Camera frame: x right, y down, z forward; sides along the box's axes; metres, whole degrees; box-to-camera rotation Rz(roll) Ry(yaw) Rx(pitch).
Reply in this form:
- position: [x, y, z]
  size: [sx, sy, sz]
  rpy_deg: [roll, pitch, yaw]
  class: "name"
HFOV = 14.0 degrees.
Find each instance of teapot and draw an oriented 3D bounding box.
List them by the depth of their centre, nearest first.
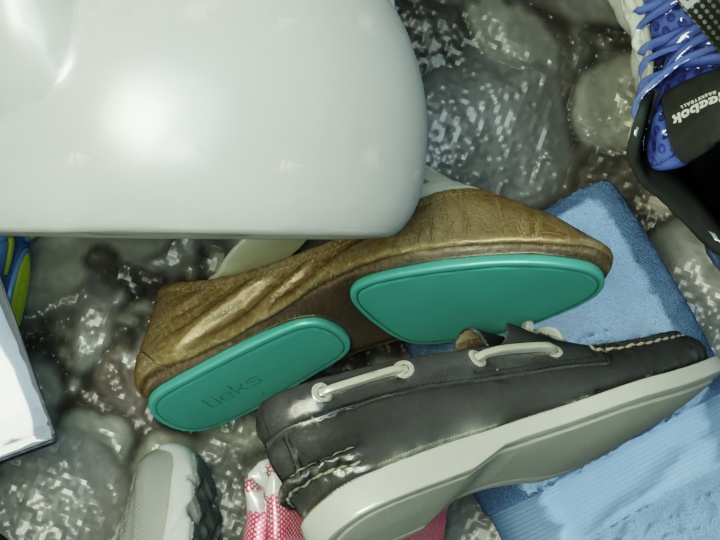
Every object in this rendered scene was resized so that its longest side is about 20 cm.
- position: [-0.065, -0.084, 1.043]
  size: [0.197, 0.200, 0.146]
  rpy_deg: [1, 89, -12]
  class: "teapot"

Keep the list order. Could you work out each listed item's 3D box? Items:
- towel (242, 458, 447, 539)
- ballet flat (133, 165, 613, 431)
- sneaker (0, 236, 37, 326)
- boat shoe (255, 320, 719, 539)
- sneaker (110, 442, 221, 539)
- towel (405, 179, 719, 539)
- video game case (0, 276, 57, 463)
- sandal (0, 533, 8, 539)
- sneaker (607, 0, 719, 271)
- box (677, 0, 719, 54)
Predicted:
- position: [-0.016, 0.171, 1.103]
  size: [0.030, 0.146, 0.200]
  rpy_deg: [3, 84, 26]
  class: "towel"
- position: [0.000, 0.000, 1.122]
  size: [0.200, 0.068, 0.072]
  rpy_deg: [-21, 55, 25]
  class: "ballet flat"
- position: [-0.177, 0.023, 1.135]
  size: [0.083, 0.071, 0.200]
  rpy_deg: [10, 86, 14]
  class: "sneaker"
- position: [0.049, 0.049, 1.076]
  size: [0.200, 0.074, 0.060]
  rpy_deg: [-18, 70, -33]
  class: "boat shoe"
- position: [-0.108, 0.158, 1.123]
  size: [0.082, 0.075, 0.200]
  rpy_deg: [14, 76, 13]
  class: "sneaker"
- position: [0.099, 0.074, 1.162]
  size: [0.112, 0.049, 0.200]
  rpy_deg: [-26, 90, -7]
  class: "towel"
- position: [-0.212, -0.006, 1.085]
  size: [0.143, 0.019, 0.200]
  rpy_deg: [-20, 86, -7]
  class: "video game case"
- position: [-0.142, 0.120, 1.046]
  size: [0.200, 0.048, 0.075]
  rpy_deg: [24, 99, 10]
  class: "sandal"
- position: [0.137, -0.086, 1.134]
  size: [0.080, 0.115, 0.200]
  rpy_deg: [-19, 88, 13]
  class: "sneaker"
- position: [0.200, -0.106, 1.125]
  size: [0.048, 0.193, 0.200]
  rpy_deg: [-39, 92, 34]
  class: "box"
